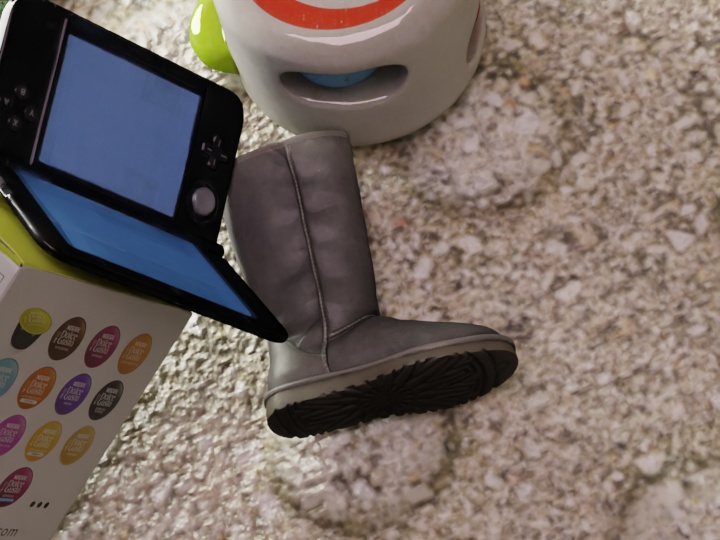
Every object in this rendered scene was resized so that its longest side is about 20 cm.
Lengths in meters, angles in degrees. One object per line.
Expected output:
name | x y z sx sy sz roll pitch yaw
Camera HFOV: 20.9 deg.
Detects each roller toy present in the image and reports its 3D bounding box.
roller toy | -0.006 -0.193 1.338 0.200 0.140 0.182 -43 65 -13

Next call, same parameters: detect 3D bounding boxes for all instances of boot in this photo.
boot | 0.001 -0.001 1.288 0.181 0.073 0.200 -10 56 4

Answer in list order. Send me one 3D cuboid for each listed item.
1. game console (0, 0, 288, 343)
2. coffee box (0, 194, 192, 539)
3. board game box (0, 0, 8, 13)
game console | -0.130 -0.063 1.212 0.116 0.200 0.176 -1 72 44
coffee box | -0.267 0.038 1.202 0.200 0.200 0.198 36 96 25
board game box | -0.307 -0.279 1.497 0.134 0.029 0.200 -13 62 2
